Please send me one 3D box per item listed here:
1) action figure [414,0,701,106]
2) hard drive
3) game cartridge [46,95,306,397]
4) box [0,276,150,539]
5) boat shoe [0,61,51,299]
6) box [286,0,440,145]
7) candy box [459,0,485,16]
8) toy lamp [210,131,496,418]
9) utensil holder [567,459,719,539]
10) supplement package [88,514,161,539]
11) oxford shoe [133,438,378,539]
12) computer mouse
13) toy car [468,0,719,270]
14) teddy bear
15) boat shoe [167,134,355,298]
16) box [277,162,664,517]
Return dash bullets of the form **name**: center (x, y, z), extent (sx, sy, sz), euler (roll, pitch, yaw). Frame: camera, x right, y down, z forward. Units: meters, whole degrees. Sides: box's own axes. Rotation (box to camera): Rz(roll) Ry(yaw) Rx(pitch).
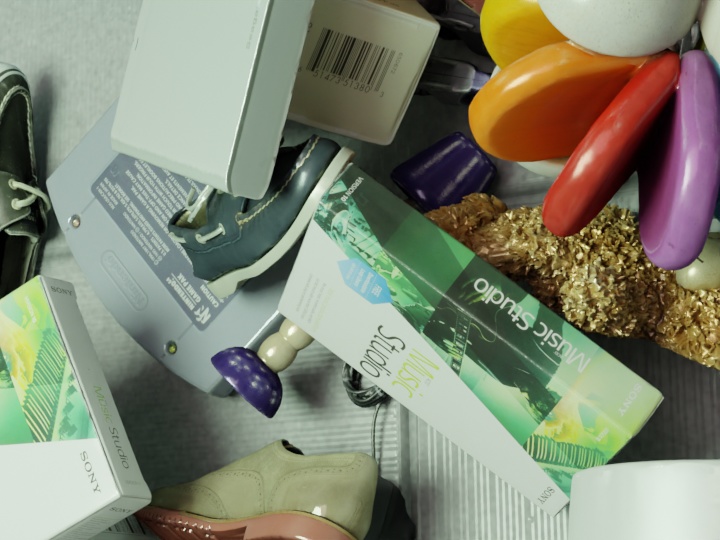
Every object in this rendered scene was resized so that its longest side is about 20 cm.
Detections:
- **action figure**: center (0.118, -0.110, 1.070), extent (0.199, 0.069, 0.131), euler (15, 80, 25)
- **hard drive**: center (-0.084, -0.118, 1.032), extent (0.200, 0.026, 0.132), euler (22, 99, 64)
- **game cartridge**: center (-0.114, -0.022, 1.192), extent (0.133, 0.041, 0.200), euler (-45, 63, 9)
- **box**: center (-0.230, 0.114, 1.092), extent (0.200, 0.036, 0.145), euler (-31, 68, 17)
- **boat shoe**: center (-0.237, -0.038, 1.245), extent (0.063, 0.071, 0.201), euler (9, 92, 29)
- **box**: center (-0.039, -0.156, 1.091), extent (0.078, 0.095, 0.200), euler (-66, 30, 20)
- **candy box**: center (0.006, -0.229, 1.086), extent (0.055, 0.115, 0.200), euler (-53, 39, 9)
- **toy lamp**: center (0.000, 0.000, 1.104), extent (0.200, 0.058, 0.058), euler (-45, 63, 2)
- **utensil holder**: center (0.180, 0.202, 0.922), extent (0.169, 0.170, 0.201), euler (-5, 75, 27)
- **supplement package**: center (-0.257, 0.165, 1.188), extent (0.200, 0.111, 0.156), euler (-39, 65, 15)
- **oxford shoe**: center (-0.059, 0.140, 1.107), extent (0.200, 0.070, 0.075), euler (-3, 52, 47)
- **computer mouse**: center (0.004, 0.112, 1.105), extent (0.058, 0.034, 0.201), euler (1, 80, 29)
- **toy car**: center (0.150, -0.074, 0.926), extent (0.199, 0.175, 0.150), euler (14, 61, 0)
- **teddy bear**: center (0.128, -0.006, 1.005), extent (0.200, 0.145, 0.067), euler (22, 102, 35)
- **boat shoe**: center (-0.060, -0.039, 1.051), extent (0.062, 0.200, 0.075), euler (43, 70, -6)
- **box**: center (0.052, 0.042, 0.999), extent (0.200, 0.144, 0.036), euler (35, 64, 6)
